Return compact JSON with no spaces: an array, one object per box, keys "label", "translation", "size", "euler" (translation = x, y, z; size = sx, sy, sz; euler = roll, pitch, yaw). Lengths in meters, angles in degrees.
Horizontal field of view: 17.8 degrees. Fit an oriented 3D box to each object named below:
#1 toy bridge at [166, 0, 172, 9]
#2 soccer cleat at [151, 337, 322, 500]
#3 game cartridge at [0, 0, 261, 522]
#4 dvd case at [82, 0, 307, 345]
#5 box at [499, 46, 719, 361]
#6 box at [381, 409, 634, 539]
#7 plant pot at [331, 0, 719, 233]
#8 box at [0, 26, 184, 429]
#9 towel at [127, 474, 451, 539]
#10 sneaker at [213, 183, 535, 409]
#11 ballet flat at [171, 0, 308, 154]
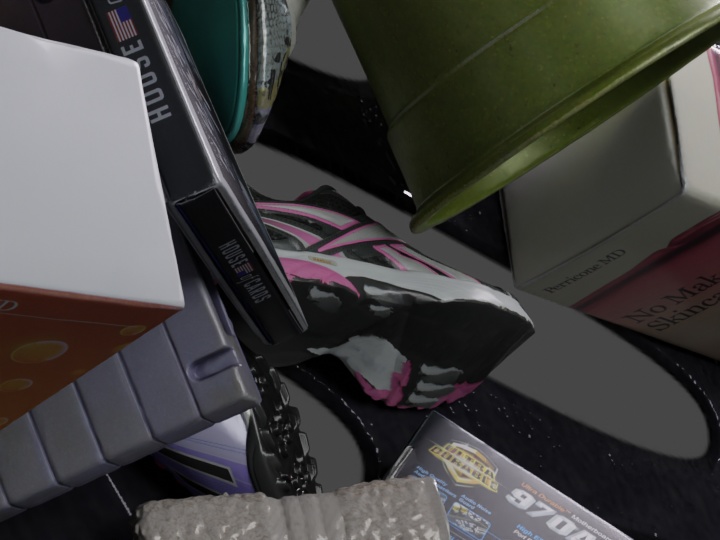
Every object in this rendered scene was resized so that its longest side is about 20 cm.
[{"label":"toy bridge","translation":[-0.118,-0.083,1.044],"size":[0.067,0.027,0.200],"euler":[36,43,-24]},{"label":"soccer cleat","translation":[-0.079,0.052,0.977],"size":[0.200,0.073,0.068],"euler":[61,15,-23]},{"label":"game cartridge","translation":[-0.134,-0.013,0.908],"size":[0.200,0.130,0.038],"euler":[67,12,11]},{"label":"dvd case","translation":[-0.072,-0.063,0.904],"size":[0.200,0.025,0.150],"euler":[67,-1,-72]},{"label":"box","translation":[0.188,-0.035,1.252],"size":[0.200,0.128,0.109],"euler":[18,54,-37]},{"label":"box","translation":[0.075,0.171,1.010],"size":[0.200,0.046,0.159],"euler":[33,41,4]},{"label":"plant pot","translation":[0.056,-0.149,1.078],"size":[0.190,0.200,0.200],"euler":[56,39,3]},{"label":"box","translation":[-0.174,0.004,0.791],"size":[0.124,0.200,0.098],"euler":[8,59,-42]},{"label":"towel","translation":[-0.019,0.180,0.913],"size":[0.132,0.034,0.200],"euler":[-3,68,-13]},{"label":"sneaker","translation":[0.000,0.000,1.077],"size":[0.200,0.080,0.086],"euler":[20,38,-46]},{"label":"ballet flat","translation":[-0.059,-0.147,1.068],"size":[0.072,0.072,0.200],"euler":[4,60,-45]}]
